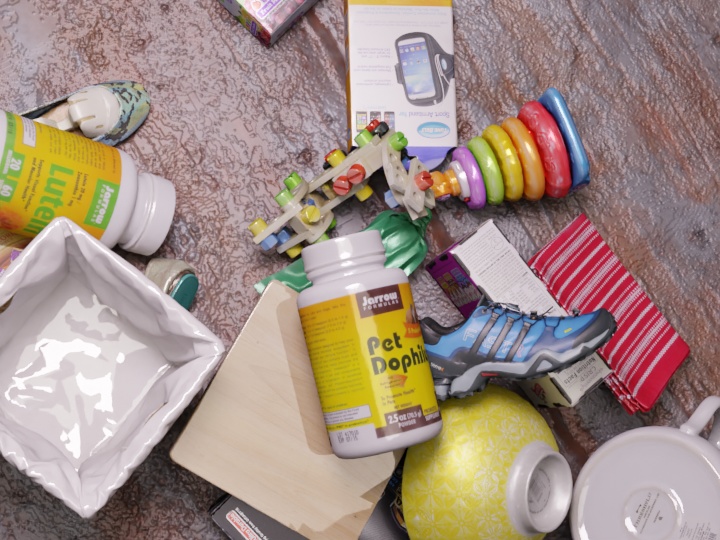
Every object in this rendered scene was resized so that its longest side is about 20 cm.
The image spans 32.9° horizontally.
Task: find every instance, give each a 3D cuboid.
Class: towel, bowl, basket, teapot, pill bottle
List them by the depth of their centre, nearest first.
[{"bbox_3d":[-0.265,0.091,1.124,0.200,0.161,0.198,40,74,-6],"label":"basket"},{"bbox_3d":[0.004,0.068,1.142,0.109,0.109,0.201,-14,87,-10],"label":"pill bottle"},{"bbox_3d":[-0.291,-0.080,1.211,0.200,0.111,0.111,17,79,-32],"label":"pill bottle"},{"bbox_3d":[0.145,0.212,1.213,0.200,0.107,0.201,-1,92,-46],"label":"bowl"},{"bbox_3d":[0.322,0.256,1.268,0.200,0.146,0.198,-29,64,21],"label":"teapot"},{"bbox_3d":[0.269,0.044,1.313,0.200,0.022,0.145,52,45,0],"label":"towel"}]

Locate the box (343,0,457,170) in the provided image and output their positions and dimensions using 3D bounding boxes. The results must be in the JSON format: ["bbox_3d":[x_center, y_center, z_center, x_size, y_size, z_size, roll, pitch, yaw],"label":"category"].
[{"bbox_3d":[0.044,-0.207,1.341,0.119,0.041,0.201,0,85,-8],"label":"box"}]

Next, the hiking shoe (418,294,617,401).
[{"bbox_3d":[0.144,0.061,1.165,0.199,0.074,0.087,-17,93,7],"label":"hiking shoe"}]

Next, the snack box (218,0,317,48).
[{"bbox_3d":[-0.081,-0.366,1.336,0.142,0.053,0.200,44,79,1],"label":"snack box"}]

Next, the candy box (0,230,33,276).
[{"bbox_3d":[-0.384,0.054,1.232,0.117,0.056,0.200,45,77,0],"label":"candy box"}]

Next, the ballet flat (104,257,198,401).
[{"bbox_3d":[-0.233,0.078,1.258,0.062,0.067,0.200,21,75,23],"label":"ballet flat"}]

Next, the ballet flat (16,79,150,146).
[{"bbox_3d":[-0.311,-0.148,1.265,0.200,0.074,0.074,-27,87,-11],"label":"ballet flat"}]

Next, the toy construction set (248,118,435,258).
[{"bbox_3d":[-0.012,-0.085,1.254,0.200,0.131,0.092,-15,112,30],"label":"toy construction set"}]

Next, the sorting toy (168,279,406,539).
[{"bbox_3d":[-0.058,0.147,1.210,0.200,0.070,0.199,32,77,-9],"label":"sorting toy"}]

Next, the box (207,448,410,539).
[{"bbox_3d":[-0.021,0.253,1.264,0.198,0.050,0.200,-43,89,-12],"label":"box"}]

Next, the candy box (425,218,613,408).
[{"bbox_3d":[0.162,0.049,1.273,0.061,0.136,0.200,-38,90,-10],"label":"candy box"}]

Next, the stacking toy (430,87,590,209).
[{"bbox_3d":[0.136,-0.108,1.305,0.199,0.116,0.110,-20,86,-8],"label":"stacking toy"}]

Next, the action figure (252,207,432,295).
[{"bbox_3d":[0.000,0.000,1.296,0.200,0.055,0.118,-39,89,-7],"label":"action figure"}]
